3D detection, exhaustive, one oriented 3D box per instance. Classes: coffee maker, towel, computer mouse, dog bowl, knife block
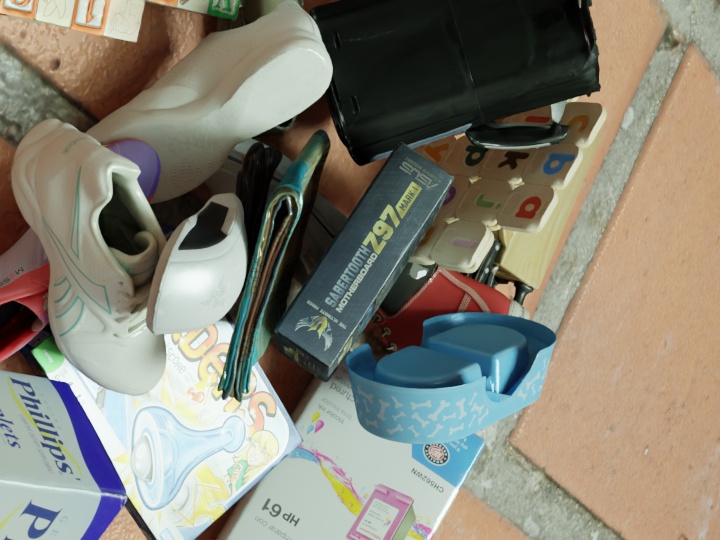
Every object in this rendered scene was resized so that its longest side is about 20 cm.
[{"bbox_3d":[0.066,-0.170,1.252,0.198,0.136,0.193,-17,152,3],"label":"coffee maker"},{"bbox_3d":[-0.053,-0.009,1.152,0.200,0.021,0.148,-67,174,-74],"label":"towel"},{"bbox_3d":[-0.087,-0.008,1.091,0.200,0.043,0.111,-60,167,-67],"label":"computer mouse"},{"bbox_3d":[0.070,0.082,1.306,0.199,0.111,0.050,-18,115,-50],"label":"dog bowl"},{"bbox_3d":[0.136,-0.025,1.520,0.199,0.064,0.177,-31,125,-39],"label":"knife block"}]

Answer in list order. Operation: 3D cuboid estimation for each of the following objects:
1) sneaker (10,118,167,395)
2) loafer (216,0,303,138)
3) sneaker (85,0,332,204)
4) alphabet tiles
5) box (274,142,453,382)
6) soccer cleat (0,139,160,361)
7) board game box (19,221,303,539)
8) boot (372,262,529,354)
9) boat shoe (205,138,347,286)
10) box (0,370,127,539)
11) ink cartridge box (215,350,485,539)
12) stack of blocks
[{"bbox_3d":[-0.155,0.005,1.059,0.070,0.080,0.202,-43,135,-33],"label":"sneaker"},{"bbox_3d":[-0.064,-0.190,1.230,0.075,0.069,0.202,-16,114,-45],"label":"loafer"},{"bbox_3d":[-0.114,-0.118,1.172,0.198,0.089,0.075,-27,136,7],"label":"sneaker"},{"bbox_3d":[0.104,-0.087,1.360,0.015,0.195,0.201,43,70,-34],"label":"alphabet tiles"},{"bbox_3d":[0.000,0.000,1.241,0.159,0.051,0.200,-57,177,-6],"label":"box"},{"bbox_3d":[-0.199,-0.004,1.107,0.200,0.076,0.067,-41,134,-11],"label":"soccer cleat"},{"bbox_3d":[-0.138,0.087,1.208,0.135,0.034,0.201,-41,121,-20],"label":"board game box"},{"bbox_3d":[0.030,0.074,1.440,0.143,0.073,0.201,31,112,-10],"label":"boot"},{"bbox_3d":[-0.070,-0.043,1.270,0.200,0.073,0.067,36,74,-49],"label":"boat shoe"},{"bbox_3d":[-0.276,0.156,1.034,0.199,0.105,0.184,15,118,-50],"label":"box"},{"bbox_3d":[-0.014,0.187,1.355,0.144,0.085,0.201,33,75,-4],"label":"ink cartridge box"},{"bbox_3d":[-0.164,-0.212,1.117,0.199,0.058,0.117,4,100,-49],"label":"stack of blocks"}]
